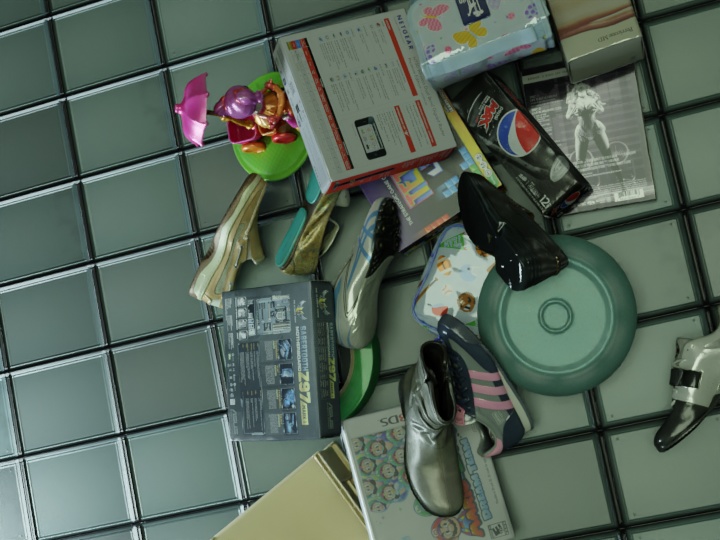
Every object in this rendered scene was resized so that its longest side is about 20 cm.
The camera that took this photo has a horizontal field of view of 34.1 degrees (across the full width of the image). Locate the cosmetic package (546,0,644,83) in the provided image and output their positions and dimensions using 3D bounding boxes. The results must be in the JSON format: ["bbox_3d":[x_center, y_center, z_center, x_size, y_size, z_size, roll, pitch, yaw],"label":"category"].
[{"bbox_3d":[0.285,-0.357,1.499,0.102,0.087,0.202,-19,76,11],"label":"cosmetic package"}]

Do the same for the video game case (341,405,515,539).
[{"bbox_3d":[0.084,0.268,1.499,0.180,0.024,0.202,-12,73,-13],"label":"video game case"}]

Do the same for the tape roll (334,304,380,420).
[{"bbox_3d":[-0.073,0.119,1.589,0.198,0.048,0.203,-1,86,14],"label":"tape roll"}]

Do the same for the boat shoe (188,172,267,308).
[{"bbox_3d":[-0.163,-0.037,1.610,0.076,0.072,0.201,27,115,-2],"label":"boat shoe"}]

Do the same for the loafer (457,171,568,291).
[{"bbox_3d":[0.182,-0.053,1.450,0.072,0.073,0.201,-11,48,-20],"label":"loafer"}]

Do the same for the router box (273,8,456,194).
[{"bbox_3d":[0.005,-0.217,1.493,0.178,0.049,0.202,-16,79,-18],"label":"router box"}]

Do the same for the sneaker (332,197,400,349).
[{"bbox_3d":[0.000,0.000,1.519,0.072,0.072,0.202,15,90,30],"label":"sneaker"}]

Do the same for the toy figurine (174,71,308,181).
[{"bbox_3d":[-0.147,-0.205,1.533,0.198,0.183,0.152,-11,83,33],"label":"toy figurine"}]

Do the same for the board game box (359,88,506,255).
[{"bbox_3d":[0.074,-0.149,1.566,0.165,0.057,0.201,-33,79,9],"label":"board game box"}]

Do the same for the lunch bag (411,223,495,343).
[{"bbox_3d":[0.167,0.036,1.520,0.198,0.076,0.162,23,94,14],"label":"lunch bag"}]

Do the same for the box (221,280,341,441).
[{"bbox_3d":[-0.104,0.119,1.521,0.157,0.051,0.202,-8,84,37],"label":"box"}]

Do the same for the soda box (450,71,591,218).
[{"bbox_3d":[0.206,-0.163,1.511,0.063,0.071,0.201,-43,71,19],"label":"soda box"}]

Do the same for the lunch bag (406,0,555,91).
[{"bbox_3d":[0.151,-0.314,1.474,0.168,0.201,0.128,-19,117,14],"label":"lunch bag"}]

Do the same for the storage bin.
[{"bbox_3d":[-0.062,0.369,1.546,0.200,0.094,0.199,-39,79,9],"label":"storage bin"}]

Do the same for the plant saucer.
[{"bbox_3d":[0.241,0.056,1.448,0.198,0.036,0.202,0,89,10],"label":"plant saucer"}]

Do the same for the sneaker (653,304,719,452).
[{"bbox_3d":[0.413,0.131,1.453,0.088,0.074,0.200,38,86,14],"label":"sneaker"}]

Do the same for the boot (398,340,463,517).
[{"bbox_3d":[0.090,0.197,1.443,0.067,0.131,0.202,-9,72,-11],"label":"boot"}]

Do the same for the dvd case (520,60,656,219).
[{"bbox_3d":[0.296,-0.178,1.531,0.147,0.016,0.202,-10,84,15],"label":"dvd case"}]

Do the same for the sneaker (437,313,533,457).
[{"bbox_3d":[0.140,0.149,1.468,0.082,0.070,0.201,-38,108,-12],"label":"sneaker"}]

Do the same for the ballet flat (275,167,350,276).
[{"bbox_3d":[-0.051,-0.082,1.580,0.070,0.071,0.202,28,105,15],"label":"ballet flat"}]
